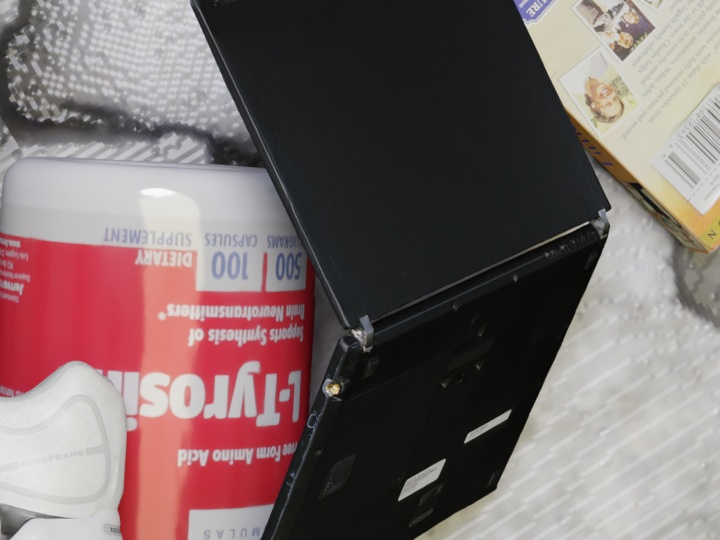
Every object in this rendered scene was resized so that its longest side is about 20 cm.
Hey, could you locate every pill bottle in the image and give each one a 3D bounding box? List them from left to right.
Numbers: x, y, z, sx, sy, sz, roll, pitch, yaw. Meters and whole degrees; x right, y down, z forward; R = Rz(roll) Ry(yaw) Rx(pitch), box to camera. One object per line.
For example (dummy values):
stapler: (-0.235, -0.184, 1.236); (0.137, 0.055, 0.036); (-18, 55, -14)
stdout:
pill bottle: (-0.074, 0.062, 0.777); (0.112, 0.112, 0.201); (2, 94, -13)

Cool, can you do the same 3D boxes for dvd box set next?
dvd box set: (0.109, -0.126, 0.846); (0.200, 0.029, 0.146); (42, 85, -12)

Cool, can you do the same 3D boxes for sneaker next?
sneaker: (-0.169, 0.056, 0.712); (0.199, 0.075, 0.081); (8, 82, 5)

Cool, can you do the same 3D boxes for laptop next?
laptop: (0.000, 0.000, 0.766); (0.103, 0.177, 0.200); (34, 120, 23)
